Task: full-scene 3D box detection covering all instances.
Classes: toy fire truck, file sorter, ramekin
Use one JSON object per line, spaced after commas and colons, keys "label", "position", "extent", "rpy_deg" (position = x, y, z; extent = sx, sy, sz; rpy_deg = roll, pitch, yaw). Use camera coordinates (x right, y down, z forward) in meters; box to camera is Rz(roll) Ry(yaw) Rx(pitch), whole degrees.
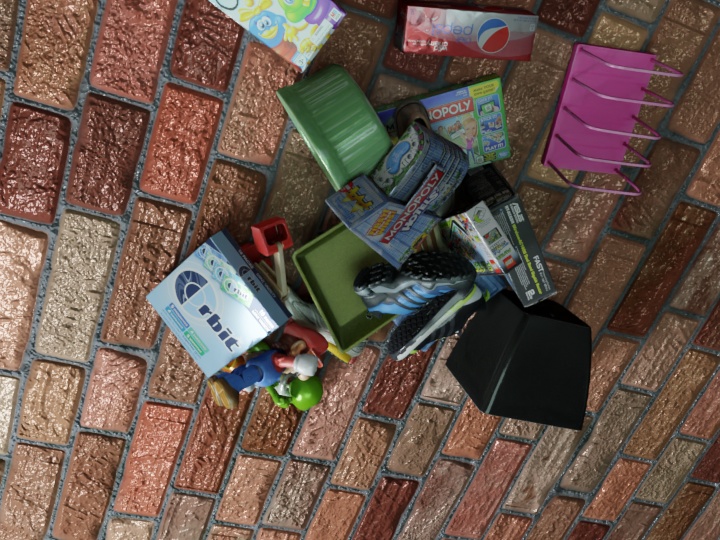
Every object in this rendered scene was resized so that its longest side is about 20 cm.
{"label": "toy fire truck", "position": [-0.151, 0.013, 1.200], "extent": [0.049, 0.141, 0.201], "rpy_deg": [-26, 114, -34]}
{"label": "file sorter", "position": [0.393, -0.233, 1.178], "extent": [0.138, 0.126, 0.201], "rpy_deg": [4, 117, -12]}
{"label": "ramekin", "position": [-0.027, -0.197, 1.085], "extent": [0.097, 0.200, 0.200], "rpy_deg": [-32, 119, 0]}

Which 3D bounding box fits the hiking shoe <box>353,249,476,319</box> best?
{"label": "hiking shoe", "position": [0.091, 0.025, 1.188], "extent": [0.199, 0.075, 0.087], "rpy_deg": [-7, 129, 24]}

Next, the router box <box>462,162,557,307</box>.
{"label": "router box", "position": [0.239, -0.061, 1.229], "extent": [0.062, 0.150, 0.201], "rpy_deg": [-27, 119, 5]}

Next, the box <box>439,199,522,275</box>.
{"label": "box", "position": [0.178, -0.046, 1.182], "extent": [0.035, 0.200, 0.110], "rpy_deg": [-34, 93, -7]}

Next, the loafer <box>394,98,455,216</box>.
{"label": "loafer", "position": [0.102, -0.163, 1.166], "extent": [0.072, 0.063, 0.201], "rpy_deg": [-22, 120, 1]}

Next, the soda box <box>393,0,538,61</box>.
{"label": "soda box", "position": [0.153, -0.352, 1.106], "extent": [0.199, 0.064, 0.070], "rpy_deg": [0, 118, -11]}

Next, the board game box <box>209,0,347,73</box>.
{"label": "board game box", "position": [-0.131, -0.379, 1.016], "extent": [0.200, 0.105, 0.103], "rpy_deg": [33, 108, -25]}

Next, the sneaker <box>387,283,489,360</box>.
{"label": "sneaker", "position": [0.137, 0.097, 1.285], "extent": [0.200, 0.072, 0.083], "rpy_deg": [-42, 115, 13]}

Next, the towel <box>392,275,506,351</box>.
{"label": "towel", "position": [0.149, 0.048, 1.330], "extent": [0.200, 0.049, 0.112], "rpy_deg": [-38, 117, 11]}

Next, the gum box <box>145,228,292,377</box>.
{"label": "gum box", "position": [-0.227, 0.056, 1.190], "extent": [0.200, 0.045, 0.170], "rpy_deg": [-35, 94, 36]}

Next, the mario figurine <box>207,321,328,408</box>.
{"label": "mario figurine", "position": [-0.133, 0.166, 1.201], "extent": [0.199, 0.123, 0.106], "rpy_deg": [-27, 134, -24]}

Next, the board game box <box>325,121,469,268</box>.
{"label": "board game box", "position": [0.051, -0.102, 1.055], "extent": [0.200, 0.062, 0.200], "rpy_deg": [-50, 154, 18]}

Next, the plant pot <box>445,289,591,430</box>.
{"label": "plant pot", "position": [0.295, 0.145, 1.336], "extent": [0.199, 0.200, 0.178], "rpy_deg": [14, 104, -17]}

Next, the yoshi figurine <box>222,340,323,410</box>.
{"label": "yoshi figurine", "position": [-0.139, 0.181, 1.320], "extent": [0.112, 0.112, 0.200], "rpy_deg": [-47, 120, 7]}

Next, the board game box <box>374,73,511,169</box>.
{"label": "board game box", "position": [0.132, -0.218, 1.194], "extent": [0.199, 0.029, 0.135], "rpy_deg": [-16, 121, -1]}

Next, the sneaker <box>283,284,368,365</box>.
{"label": "sneaker", "position": [-0.064, 0.078, 1.303], "extent": [0.200, 0.078, 0.082], "rpy_deg": [38, 94, -30]}

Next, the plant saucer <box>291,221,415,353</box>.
{"label": "plant saucer", "position": [0.000, 0.000, 1.244], "extent": [0.199, 0.048, 0.201], "rpy_deg": [-33, 116, -16]}

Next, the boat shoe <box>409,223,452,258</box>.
{"label": "boat shoe", "position": [0.086, -0.055, 1.206], "extent": [0.074, 0.076, 0.201], "rpy_deg": [-37, 116, -12]}
